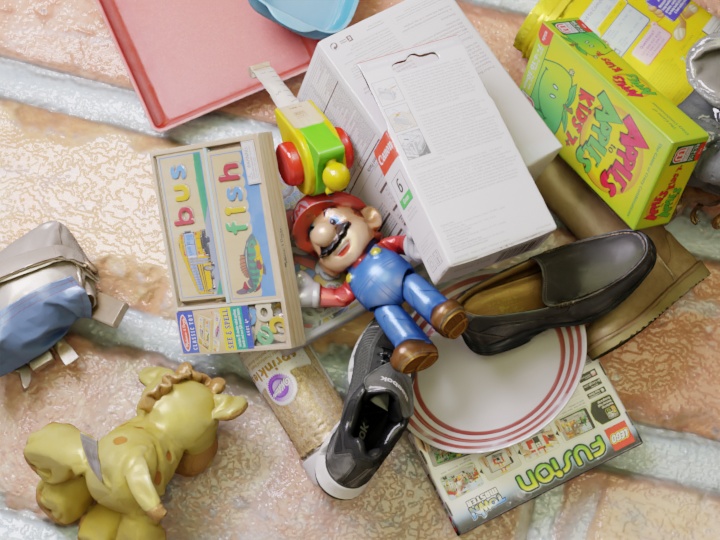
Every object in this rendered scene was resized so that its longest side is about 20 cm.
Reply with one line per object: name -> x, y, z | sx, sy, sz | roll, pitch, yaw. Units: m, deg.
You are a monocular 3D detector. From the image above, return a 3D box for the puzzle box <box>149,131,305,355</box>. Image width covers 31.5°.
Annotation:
puzzle box -> -0.126, -0.022, 1.187 | 0.133, 0.025, 0.200 | -6, 95, 33

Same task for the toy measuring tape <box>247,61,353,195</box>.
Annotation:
toy measuring tape -> -0.059, -0.126, 1.210 | 0.073, 0.074, 0.200 | -31, 45, -7

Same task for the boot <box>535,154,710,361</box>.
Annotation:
boot -> 0.227, -0.029, 1.262 | 0.175, 0.066, 0.200 | -33, 80, -31

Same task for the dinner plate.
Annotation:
dinner plate -> 0.122, 0.088, 1.226 | 0.200, 0.024, 0.200 | -13, 52, 17

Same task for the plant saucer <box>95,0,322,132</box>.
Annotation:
plant saucer -> -0.159, -0.261, 1.336 | 0.200, 0.037, 0.200 | -24, 78, -5

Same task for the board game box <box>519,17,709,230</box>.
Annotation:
board game box -> 0.231, -0.142, 1.205 | 0.048, 0.102, 0.200 | -12, 47, -30

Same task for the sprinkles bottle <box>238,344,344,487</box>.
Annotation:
sprinkles bottle -> -0.065, 0.108, 1.233 | 0.068, 0.068, 0.200 | -31, 78, -7

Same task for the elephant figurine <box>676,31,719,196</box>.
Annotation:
elephant figurine -> 0.363, -0.170, 1.193 | 0.155, 0.141, 0.200 | 15, 92, -17

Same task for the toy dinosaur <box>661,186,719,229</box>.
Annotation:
toy dinosaur -> 0.378, -0.098, 1.281 | 0.200, 0.060, 0.106 | -41, 103, -29

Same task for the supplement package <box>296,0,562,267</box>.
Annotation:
supplement package -> 0.057, -0.134, 1.233 | 0.152, 0.151, 0.200 | -30, 78, -23

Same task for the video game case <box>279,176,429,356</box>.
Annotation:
video game case -> -0.042, -0.036, 1.255 | 0.200, 0.023, 0.182 | -28, 78, -28

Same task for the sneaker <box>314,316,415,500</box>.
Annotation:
sneaker -> 0.021, 0.111, 1.173 | 0.066, 0.091, 0.200 | 28, 56, -10

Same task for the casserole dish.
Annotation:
casserole dish -> -0.055, -0.318, 1.319 | 0.121, 0.039, 0.200 | 24, 60, -15

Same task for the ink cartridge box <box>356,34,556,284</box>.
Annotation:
ink cartridge box -> 0.076, -0.099, 1.113 | 0.109, 0.050, 0.200 | -19, 75, -21

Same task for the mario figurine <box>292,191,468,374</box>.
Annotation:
mario figurine -> 0.000, 0.000, 1.162 | 0.123, 0.106, 0.200 | -32, 60, -21

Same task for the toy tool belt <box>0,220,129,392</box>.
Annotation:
toy tool belt -> -0.330, 0.055, 1.217 | 0.200, 0.125, 0.123 | -37, 71, -8

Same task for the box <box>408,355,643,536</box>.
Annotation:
box -> 0.159, 0.164, 1.237 | 0.200, 0.035, 0.110 | -25, 78, -6

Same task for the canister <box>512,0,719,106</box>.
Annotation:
canister -> 0.280, -0.232, 1.307 | 0.200, 0.087, 0.149 | 38, 80, 6

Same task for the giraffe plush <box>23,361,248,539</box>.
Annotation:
giraffe plush -> -0.197, 0.163, 1.186 | 0.172, 0.200, 0.162 | 37, 50, 11

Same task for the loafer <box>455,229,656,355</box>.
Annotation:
loafer -> 0.178, 0.015, 1.181 | 0.200, 0.072, 0.073 | -29, 59, 9
